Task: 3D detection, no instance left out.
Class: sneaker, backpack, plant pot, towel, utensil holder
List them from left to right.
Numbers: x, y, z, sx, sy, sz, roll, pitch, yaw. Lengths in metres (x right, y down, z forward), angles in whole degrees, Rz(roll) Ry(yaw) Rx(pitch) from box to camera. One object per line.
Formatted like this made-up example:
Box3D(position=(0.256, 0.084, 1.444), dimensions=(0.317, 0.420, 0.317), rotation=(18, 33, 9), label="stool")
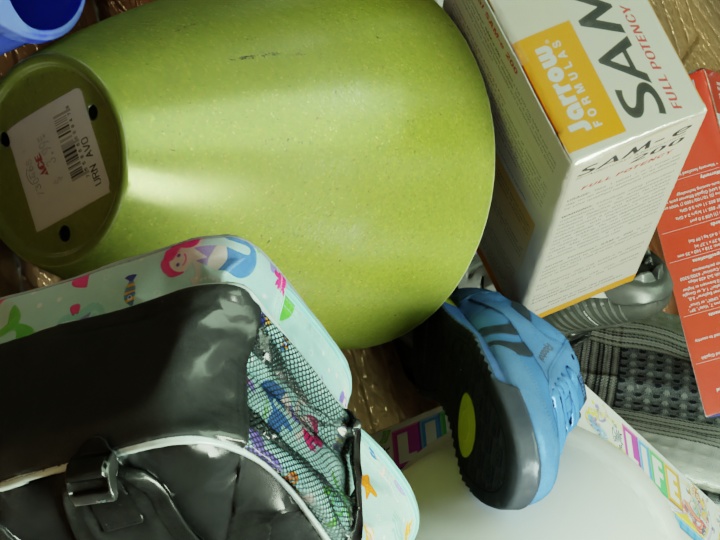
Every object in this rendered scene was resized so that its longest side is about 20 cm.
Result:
Box3D(position=(-0.073, 0.093, 1.052), dimensions=(0.200, 0.177, 0.151), rotation=(52, 32, -36), label="backpack")
Box3D(position=(-0.071, -0.053, 1.212), dimensions=(0.200, 0.187, 0.187), rotation=(-3, 70, -52), label="plant pot")
Box3D(position=(0.049, 0.174, 1.237), dimensions=(0.170, 0.170, 0.200), rotation=(65, 25, -2), label="utensil holder")
Box3D(position=(0.077, 0.055, 1.239), dimensions=(0.200, 0.078, 0.066), rotation=(-116, -148, -71), label="sneaker")
Box3D(position=(0.091, 0.031, 1.445), dimensions=(0.066, 0.200, 0.091), rotation=(-28, 109, -46), label="sneaker")
Box3D(position=(0.148, 0.062, 1.549), dimensions=(0.193, 0.200, 0.035), rotation=(-67, 169, -59), label="towel")

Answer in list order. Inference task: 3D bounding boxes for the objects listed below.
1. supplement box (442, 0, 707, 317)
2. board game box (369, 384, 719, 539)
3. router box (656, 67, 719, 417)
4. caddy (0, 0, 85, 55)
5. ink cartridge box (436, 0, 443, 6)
Box3D(position=(0.092, -0.073, 1.285), dimensions=(0.200, 0.073, 0.126), rotation=(102, -35, -67), label="supplement box")
Box3D(position=(0.098, 0.128, 1.419), dimensions=(0.200, 0.134, 0.034), rotation=(42, 34, -44), label="board game box")
Box3D(position=(0.217, -0.013, 1.477), dimensions=(0.200, 0.049, 0.180), rotation=(1, 74, -68), label="router box")
Box3D(position=(-0.179, -0.177, 1.161), dimensions=(0.141, 0.105, 0.200), rotation=(45, 32, -41), label="caddy")
Box3D(position=(0.059, -0.135, 1.514), dimensions=(0.200, 0.084, 0.146), rotation=(1, 61, -22), label="ink cartridge box")
